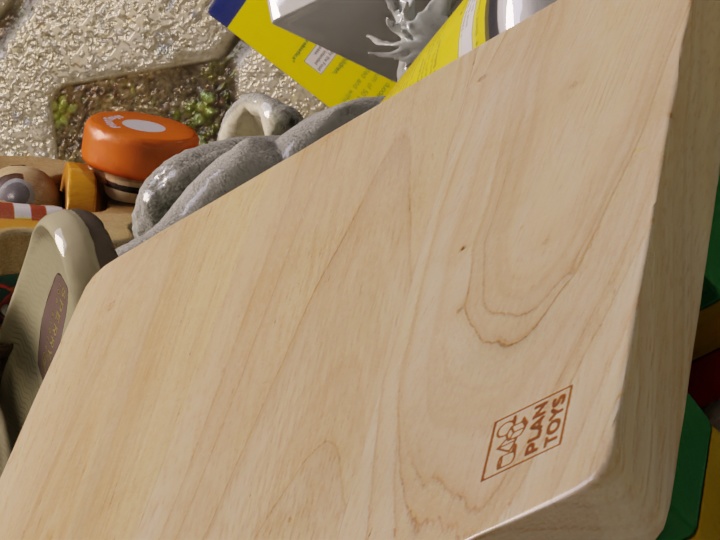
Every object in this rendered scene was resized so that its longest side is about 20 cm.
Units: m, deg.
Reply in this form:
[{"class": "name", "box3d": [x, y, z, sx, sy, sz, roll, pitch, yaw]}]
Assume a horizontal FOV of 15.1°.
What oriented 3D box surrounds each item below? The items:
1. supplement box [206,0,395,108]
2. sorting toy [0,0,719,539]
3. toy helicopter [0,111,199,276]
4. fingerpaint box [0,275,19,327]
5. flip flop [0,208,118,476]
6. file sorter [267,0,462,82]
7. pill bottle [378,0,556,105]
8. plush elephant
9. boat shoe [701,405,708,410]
[{"class": "supplement box", "box3d": [0.046, -0.127, 1.338, 0.110, 0.200, 0.109, -49, 5, 45]}, {"class": "sorting toy", "box3d": [0.006, 0.041, 0.605, 0.199, 0.070, 0.200, -29, 26, 30]}, {"class": "toy helicopter", "box3d": [-0.154, -0.016, 1.050, 0.200, 0.132, 0.079, -37, -40, -67]}, {"class": "fingerpaint box", "box3d": [-0.178, 0.103, 1.124, 0.167, 0.073, 0.200, -30, -33, -59]}, {"class": "flip flop", "box3d": [-0.129, 0.067, 0.973, 0.057, 0.081, 0.200, -8, -48, -33]}, {"class": "file sorter", "box3d": [0.070, -0.172, 1.068, 0.200, 0.125, 0.139, -24, -23, 26]}, {"class": "pill bottle", "box3d": [0.060, -0.030, 0.850, 0.112, 0.112, 0.200, -54, 4, -31]}, {"class": "plush elephant", "box3d": [0.000, 0.000, 1.050, 0.155, 0.164, 0.200, 83, -149, -68]}, {"class": "boat shoe", "box3d": [0.029, 0.054, 0.762, 0.202, 0.072, 0.060, -41, 11, 46]}]
